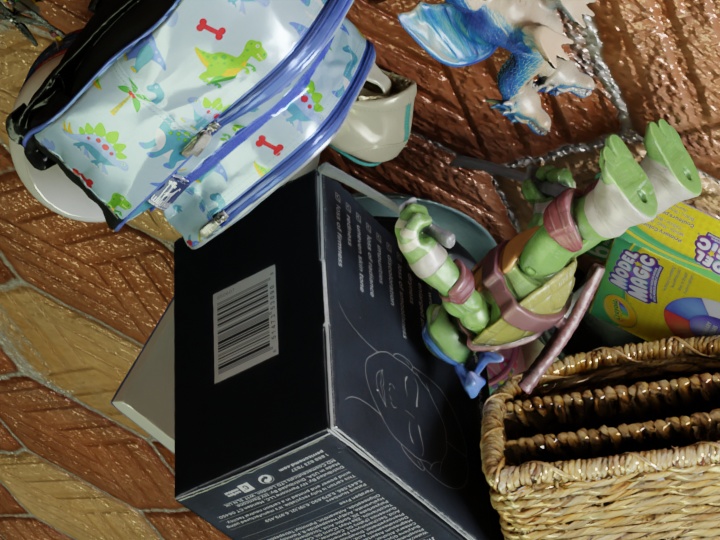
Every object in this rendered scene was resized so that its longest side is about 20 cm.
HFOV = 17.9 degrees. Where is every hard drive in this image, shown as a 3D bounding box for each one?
[{"bbox_3d":[-0.082,0.051,1.673,0.132,0.201,0.025,41,155,-24],"label":"hard drive"}]

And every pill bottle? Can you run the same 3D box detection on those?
[{"bbox_3d":[-0.172,-0.094,1.494,0.112,0.112,0.200,35,-173,-11],"label":"pill bottle"}]

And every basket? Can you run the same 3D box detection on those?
[{"bbox_3d":[0.175,0.094,1.376,0.199,0.143,0.149,-8,143,9],"label":"basket"}]

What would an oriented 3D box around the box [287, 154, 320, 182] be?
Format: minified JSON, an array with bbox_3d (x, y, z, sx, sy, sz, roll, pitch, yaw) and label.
[{"bbox_3d":[-0.075,-0.078,1.572,0.082,0.069,0.200,28,156,7],"label":"box"}]

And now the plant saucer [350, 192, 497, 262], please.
[{"bbox_3d":[0.000,0.000,1.601,0.200,0.039,0.202,-6,142,-5],"label":"plant saucer"}]

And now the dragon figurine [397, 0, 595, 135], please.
[{"bbox_3d":[0.063,-0.150,1.276,0.200,0.059,0.099,37,156,-20],"label":"dragon figurine"}]

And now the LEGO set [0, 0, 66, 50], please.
[{"bbox_3d":[-0.283,-0.213,1.477,0.199,0.116,0.154,11,151,37],"label":"LEGO set"}]

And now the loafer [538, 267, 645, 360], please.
[{"bbox_3d":[0.185,0.068,1.546,0.200,0.068,0.070,38,-164,-13],"label":"loafer"}]

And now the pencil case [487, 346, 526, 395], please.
[{"bbox_3d":[0.076,0.094,1.637,0.087,0.088,0.200,23,154,15],"label":"pencil case"}]

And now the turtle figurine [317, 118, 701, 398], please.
[{"bbox_3d":[0.089,-0.043,1.360,0.193,0.201,0.144,-30,143,34],"label":"turtle figurine"}]

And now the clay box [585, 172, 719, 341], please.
[{"bbox_3d":[0.225,0.018,1.440,0.199,0.048,0.115,25,155,9],"label":"clay box"}]

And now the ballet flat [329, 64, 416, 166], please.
[{"bbox_3d":[-0.054,-0.138,1.447,0.199,0.070,0.070,26,157,3],"label":"ballet flat"}]

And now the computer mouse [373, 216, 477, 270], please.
[{"bbox_3d":[-0.014,-0.006,1.519,0.199,0.053,0.139,4,139,-11],"label":"computer mouse"}]

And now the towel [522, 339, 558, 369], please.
[{"bbox_3d":[0.134,0.070,1.674,0.132,0.035,0.200,37,155,-20],"label":"towel"}]

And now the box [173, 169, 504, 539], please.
[{"bbox_3d":[-0.013,0.082,1.426,0.124,0.201,0.196,-25,137,25],"label":"box"}]

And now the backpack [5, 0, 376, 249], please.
[{"bbox_3d":[-0.076,-0.127,1.315,0.147,0.183,0.200,40,129,-14],"label":"backpack"}]
